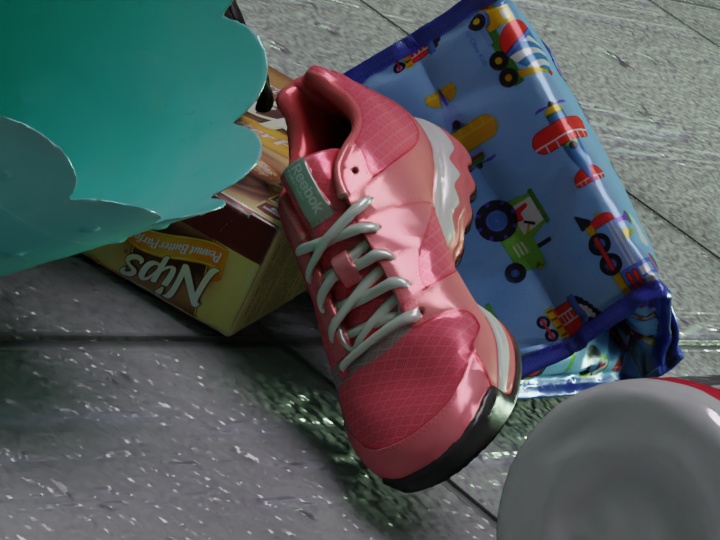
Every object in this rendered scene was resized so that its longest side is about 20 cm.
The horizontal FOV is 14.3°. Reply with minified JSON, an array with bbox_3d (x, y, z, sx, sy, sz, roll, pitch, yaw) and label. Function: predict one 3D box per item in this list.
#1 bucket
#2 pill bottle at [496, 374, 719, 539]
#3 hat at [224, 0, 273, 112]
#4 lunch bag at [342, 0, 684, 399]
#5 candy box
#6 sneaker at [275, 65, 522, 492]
[{"bbox_3d":[-0.142,-0.089,0.951,0.207,0.135,0.207,41,37,-42],"label":"bucket"},{"bbox_3d":[0.145,0.092,1.040,0.111,0.111,0.200,38,20,29],"label":"pill bottle"},{"bbox_3d":[-0.105,-0.129,1.122,0.201,0.081,0.201,-90,154,-85],"label":"hat"},{"bbox_3d":[0.078,-0.023,1.249,0.151,0.094,0.200,62,12,12],"label":"lunch bag"},{"bbox_3d":[-0.059,-0.040,1.201,0.115,0.055,0.200,30,18,10],"label":"candy box"},{"bbox_3d":[0.000,0.000,1.073,0.087,0.074,0.200,40,25,-35],"label":"sneaker"}]
